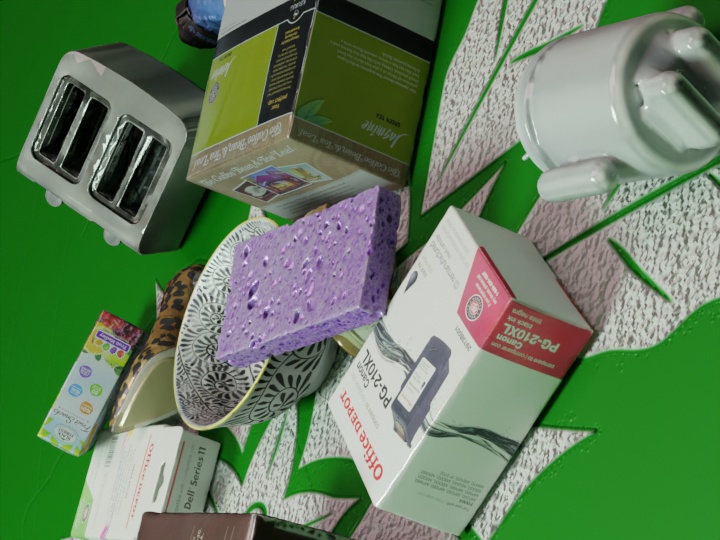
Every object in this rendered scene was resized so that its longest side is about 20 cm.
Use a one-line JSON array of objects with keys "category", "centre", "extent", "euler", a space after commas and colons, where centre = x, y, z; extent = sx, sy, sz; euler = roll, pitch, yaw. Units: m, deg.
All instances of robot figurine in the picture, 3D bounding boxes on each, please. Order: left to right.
[{"category": "robot figurine", "centre": [0.186, -0.119, 1.361], "extent": [0.170, 0.113, 0.200], "euler": [-54, 23, -21]}]

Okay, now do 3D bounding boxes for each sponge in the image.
[{"category": "sponge", "centre": [-0.045, 0.008, 1.582], "extent": [0.200, 0.030, 0.112], "euler": [-21, 52, 48]}]

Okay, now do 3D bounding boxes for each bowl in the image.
[{"category": "bowl", "centre": [-0.081, 0.061, 1.730], "extent": [0.201, 0.094, 0.202], "euler": [-38, 41, 43]}]

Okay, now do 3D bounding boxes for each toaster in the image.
[{"category": "toaster", "centre": [-0.245, -0.136, 2.039], "extent": [0.201, 0.180, 0.119], "euler": [-62, -16, 20]}]

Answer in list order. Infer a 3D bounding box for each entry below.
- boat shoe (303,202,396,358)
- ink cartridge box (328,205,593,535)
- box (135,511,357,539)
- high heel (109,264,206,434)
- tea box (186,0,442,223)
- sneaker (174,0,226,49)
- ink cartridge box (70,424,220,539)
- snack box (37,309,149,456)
[{"category": "boat shoe", "centre": [0.000, 0.000, 1.665], "extent": [0.066, 0.074, 0.200], "euler": [-43, 37, 17]}, {"category": "ink cartridge box", "centre": [0.072, 0.077, 1.463], "extent": [0.201, 0.084, 0.145], "euler": [-59, 29, 19]}, {"category": "box", "centre": [-0.080, 0.288, 1.504], "extent": [0.200, 0.165, 0.165], "euler": [-10, 64, 57]}, {"category": "high heel", "centre": [-0.200, 0.079, 1.911], "extent": [0.200, 0.072, 0.142], "euler": [-47, 30, -16]}, {"category": "tea box", "centre": [-0.045, -0.169, 1.776], "extent": [0.200, 0.133, 0.198], "euler": [-14, 59, 57]}, {"category": "sneaker", "centre": [-0.148, -0.273, 2.079], "extent": [0.111, 0.077, 0.200], "euler": [-50, 29, 21]}, {"category": "ink cartridge box", "centre": [-0.204, 0.216, 1.870], "extent": [0.200, 0.067, 0.118], "euler": [-10, 62, 59]}, {"category": "snack box", "centre": [-0.274, 0.117, 1.977], "extent": [0.143, 0.053, 0.200], "euler": [-64, 2, -5]}]
